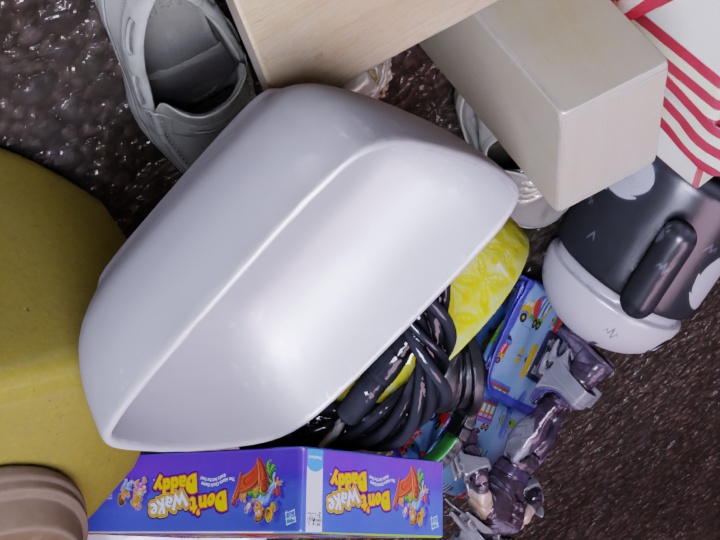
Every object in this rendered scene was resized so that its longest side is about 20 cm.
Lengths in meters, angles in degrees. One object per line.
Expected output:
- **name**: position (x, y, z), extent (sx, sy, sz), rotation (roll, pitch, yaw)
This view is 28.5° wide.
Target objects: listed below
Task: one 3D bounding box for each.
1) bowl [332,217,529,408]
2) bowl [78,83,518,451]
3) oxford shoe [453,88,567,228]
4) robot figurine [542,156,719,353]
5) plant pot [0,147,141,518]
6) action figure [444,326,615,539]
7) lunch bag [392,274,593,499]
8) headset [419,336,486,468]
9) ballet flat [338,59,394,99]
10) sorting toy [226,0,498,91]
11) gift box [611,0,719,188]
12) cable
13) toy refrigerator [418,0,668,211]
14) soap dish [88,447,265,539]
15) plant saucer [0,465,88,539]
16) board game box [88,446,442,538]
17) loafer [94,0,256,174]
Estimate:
- **bowl**: position (0.000, 0.000, 0.911), extent (0.200, 0.200, 0.108), rotation (-39, 104, 6)
- **bowl**: position (-0.035, -0.005, 0.677), extent (0.200, 0.075, 0.199), rotation (-48, 157, 15)
- **oxford shoe**: position (0.115, -0.075, 0.988), extent (0.075, 0.058, 0.200), rotation (-39, 149, -2)
- **robot figurine**: position (0.222, -0.032, 1.064), extent (0.149, 0.125, 0.201), rotation (5, 123, -49)
- **plant pot**: position (-0.209, 0.050, 0.742), extent (0.198, 0.195, 0.197), rotation (-9, 139, -42)
- **action figure**: position (0.127, 0.144, 1.120), extent (0.201, 0.069, 0.130), rotation (-56, 151, 0)
- **lunch bag**: position (0.115, 0.085, 1.180), extent (0.201, 0.094, 0.150), rotation (-55, 142, 7)
- **headset**: position (0.044, 0.064, 1.041), extent (0.122, 0.094, 0.202), rotation (22, 89, -18)
- **ballet flat**: position (-0.022, -0.130, 0.790), extent (0.075, 0.064, 0.200), rotation (-37, 147, 0)
- **sorting toy**: position (0.004, -0.212, 0.650), extent (0.198, 0.070, 0.200), rotation (-29, 121, -10)
- **gift box**: position (0.197, -0.172, 0.783), extent (0.186, 0.200, 0.185), rotation (-35, 149, -18)
- **cable**: position (-0.026, 0.016, 0.792), extent (0.051, 0.161, 0.203), rotation (-51, 143, -63)
- **toy refrigerator**: position (0.078, -0.134, 0.749), extent (0.069, 0.201, 0.076), rotation (-25, 145, -13)
- **soap dish**: position (-0.150, 0.153, 1.013), extent (0.156, 0.082, 0.201), rotation (-25, 146, -15)
- **plant saucer**: position (-0.214, 0.174, 0.687), extent (0.199, 0.029, 0.201), rotation (-33, 152, -20)
- **board game box**: position (-0.068, 0.135, 0.841), extent (0.198, 0.045, 0.134), rotation (-8, 165, 37)
- **loafer**: position (-0.092, -0.100, 0.758), extent (0.069, 0.070, 0.201), rotation (-32, 147, -5)
